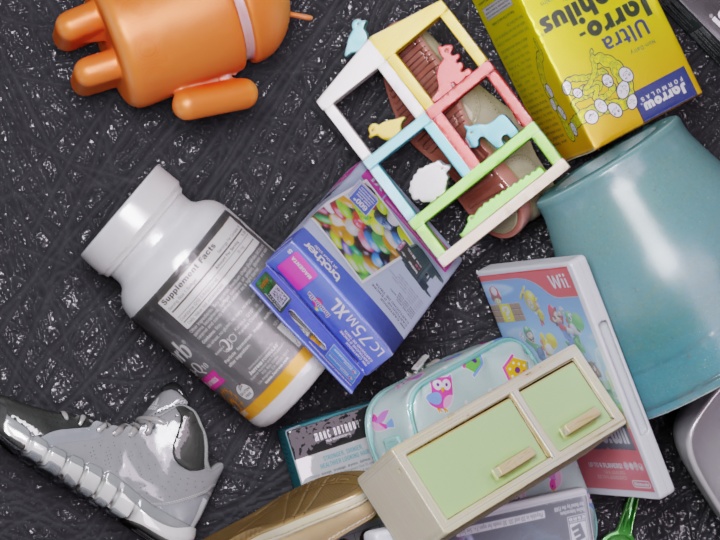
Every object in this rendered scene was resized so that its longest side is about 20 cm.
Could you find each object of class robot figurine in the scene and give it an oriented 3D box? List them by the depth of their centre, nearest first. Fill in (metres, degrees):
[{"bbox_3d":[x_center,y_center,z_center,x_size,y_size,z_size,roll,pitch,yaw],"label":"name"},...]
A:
[{"bbox_3d":[-0.140,-0.199,1.621,0.199,0.117,0.144,-23,51,-12],"label":"robot figurine"}]

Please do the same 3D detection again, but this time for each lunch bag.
[{"bbox_3d":[0.091,0.161,1.641,0.160,0.077,0.201,-25,94,-35],"label":"lunch bag"}]

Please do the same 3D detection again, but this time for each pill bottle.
[{"bbox_3d":[-0.114,0.018,1.612,0.200,0.116,0.117,41,79,-6],"label":"pill bottle"}]

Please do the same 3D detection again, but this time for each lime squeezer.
[{"bbox_3d":[0.213,0.242,1.694,0.037,0.071,0.201,9,54,5],"label":"lime squeezer"}]

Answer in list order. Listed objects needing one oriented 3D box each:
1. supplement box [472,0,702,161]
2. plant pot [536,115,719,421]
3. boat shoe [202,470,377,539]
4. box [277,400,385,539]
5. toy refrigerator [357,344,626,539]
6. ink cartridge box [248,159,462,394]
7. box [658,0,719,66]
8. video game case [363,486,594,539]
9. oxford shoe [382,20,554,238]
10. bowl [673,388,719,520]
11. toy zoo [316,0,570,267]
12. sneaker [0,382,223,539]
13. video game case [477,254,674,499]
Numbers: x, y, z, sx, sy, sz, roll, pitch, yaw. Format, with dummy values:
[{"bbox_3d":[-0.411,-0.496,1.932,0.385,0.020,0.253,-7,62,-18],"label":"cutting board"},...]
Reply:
[{"bbox_3d":[0.175,-0.204,1.690,0.108,0.109,0.201,-28,93,-12],"label":"supplement box"},{"bbox_3d":[0.242,-0.011,1.641,0.199,0.200,0.189,-33,95,-12],"label":"plant pot"},{"bbox_3d":[-0.060,0.221,1.604,0.199,0.074,0.069,-28,101,24],"label":"boat shoe"},{"bbox_3d":[0.001,0.212,1.656,0.082,0.049,0.202,-16,90,-13],"label":"box"},{"bbox_3d":[0.102,0.135,1.553,0.199,0.070,0.076,-26,77,-36],"label":"toy refrigerator"},{"bbox_3d":[0.000,0.000,1.613,0.119,0.042,0.200,48,37,-6],"label":"ink cartridge box"},{"bbox_3d":[0.331,-0.287,1.760,0.200,0.047,0.193,45,77,-5],"label":"box"},{"bbox_3d":[0.103,0.272,1.571,0.199,0.023,0.183,-8,88,-31],"label":"video game case"},{"bbox_3d":[0.087,-0.123,1.699,0.074,0.071,0.201,-30,88,-42],"label":"oxford shoe"},{"bbox_3d":[0.358,0.135,1.708,0.200,0.075,0.200,-42,111,-11],"label":"bowl"},{"bbox_3d":[0.057,-0.121,1.645,0.131,0.020,0.201,-37,87,8],"label":"toy zoo"},{"bbox_3d":[-0.194,0.125,1.616,0.199,0.075,0.116,36,75,-18],"label":"sneaker"},{"bbox_3d":[0.170,0.086,1.641,0.017,0.143,0.201,-26,99,-26],"label":"video game case"}]
